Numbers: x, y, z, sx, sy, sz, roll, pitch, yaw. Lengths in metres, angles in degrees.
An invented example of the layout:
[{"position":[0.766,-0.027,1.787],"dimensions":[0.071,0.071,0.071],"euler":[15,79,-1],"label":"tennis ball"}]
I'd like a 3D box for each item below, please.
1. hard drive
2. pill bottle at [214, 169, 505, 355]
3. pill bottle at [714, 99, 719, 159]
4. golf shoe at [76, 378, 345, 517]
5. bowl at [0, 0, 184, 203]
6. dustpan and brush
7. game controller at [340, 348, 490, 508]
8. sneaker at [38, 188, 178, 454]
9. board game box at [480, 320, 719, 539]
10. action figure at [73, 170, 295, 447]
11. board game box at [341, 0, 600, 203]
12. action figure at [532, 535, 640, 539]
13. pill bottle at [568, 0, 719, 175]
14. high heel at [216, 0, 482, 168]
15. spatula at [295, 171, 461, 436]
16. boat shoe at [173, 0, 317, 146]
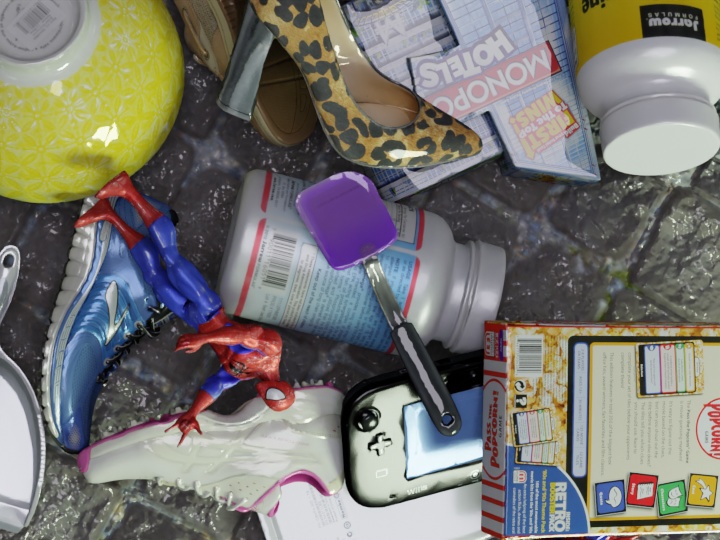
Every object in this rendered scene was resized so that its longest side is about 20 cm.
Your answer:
[{"position":[0.019,0.158,1.513],"dimensions":[0.199,0.025,0.133],"euler":[-19,90,-6],"label":"hard drive"},{"position":[0.000,0.000,1.474],"dimensions":[0.198,0.109,0.110],"euler":[14,87,-6],"label":"pill bottle"},{"position":[0.314,-0.183,1.512],"dimensions":[0.112,0.113,0.202],"euler":[5,88,-6],"label":"pill bottle"},{"position":[-0.103,0.138,1.453],"dimensions":[0.198,0.075,0.092],"euler":[-11,84,-3],"label":"golf shoe"},{"position":[-0.225,-0.160,1.429],"dimensions":[0.198,0.108,0.202],"euler":[0,72,-1],"label":"bowl"},{"position":[-0.280,0.079,1.465],"dimensions":[0.139,0.057,0.202],"euler":[17,86,-5],"label":"dustpan and brush"},{"position":[0.079,0.109,1.467],"dimensions":[0.199,0.042,0.105],"euler":[-13,111,-17],"label":"game controller"},{"position":[-0.180,0.037,1.469],"dimensions":[0.088,0.079,0.202],"euler":[15,87,-3],"label":"sneaker"},{"position":[0.187,0.113,1.447],"dimensions":[0.198,0.046,0.153],"euler":[1,91,-18],"label":"board game box"},{"position":[-0.131,0.037,1.404],"dimensions":[0.200,0.065,0.099],"euler":[44,51,0],"label":"action figure"},{"position":[0.088,-0.134,1.511],"dimensions":[0.199,0.062,0.201],"euler":[-26,90,-6],"label":"board game box"},{"position":[0.180,0.192,1.509],"dimensions":[0.199,0.065,0.052],"euler":[-32,97,-8],"label":"action figure"},{"position":[0.209,-0.177,1.471],"dimensions":[0.111,0.113,0.202],"euler":[-1,67,-6],"label":"pill bottle"},{"position":[0.010,-0.149,1.406],"dimensions":[0.198,0.072,0.143],"euler":[14,126,-12],"label":"high heel"},{"position":[0.022,0.025,1.411],"dimensions":[0.056,0.021,0.201],"euler":[-28,96,-6],"label":"spatula"},{"position":[-0.094,-0.180,1.494],"dimensions":[0.071,0.064,0.201],"euler":[-20,86,-41],"label":"boat shoe"}]
